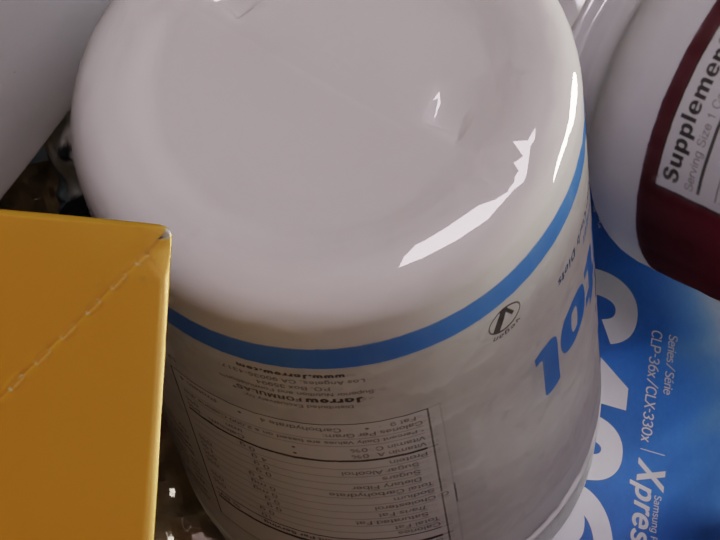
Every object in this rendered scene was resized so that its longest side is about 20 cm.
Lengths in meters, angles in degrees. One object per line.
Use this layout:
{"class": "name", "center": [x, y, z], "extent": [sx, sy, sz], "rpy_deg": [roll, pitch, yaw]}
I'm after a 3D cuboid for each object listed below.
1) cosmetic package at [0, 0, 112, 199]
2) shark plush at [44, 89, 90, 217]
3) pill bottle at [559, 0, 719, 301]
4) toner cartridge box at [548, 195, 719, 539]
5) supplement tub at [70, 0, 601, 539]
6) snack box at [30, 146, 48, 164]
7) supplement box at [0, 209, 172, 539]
{"class": "cosmetic package", "center": [-0.185, -0.128, 0.742], "extent": [0.200, 0.123, 0.200], "rpy_deg": [2, 46, -48]}
{"class": "shark plush", "center": [-0.049, -0.063, 0.812], "extent": [0.083, 0.091, 0.201], "rpy_deg": [23, 67, -53]}
{"class": "pill bottle", "center": [0.143, -0.036, 0.831], "extent": [0.200, 0.113, 0.113], "rpy_deg": [27, 53, 28]}
{"class": "toner cartridge box", "center": [0.087, 0.039, 0.898], "extent": [0.095, 0.043, 0.200], "rpy_deg": [17, 61, -15]}
{"class": "supplement tub", "center": [0.000, 0.000, 0.771], "extent": [0.132, 0.200, 0.132], "rpy_deg": [-3, 62, 6]}
{"class": "snack box", "center": [-0.062, -0.133, 0.905], "extent": [0.200, 0.068, 0.169], "rpy_deg": [-12, 73, -27]}
{"class": "supplement box", "center": [-0.180, 0.048, 0.647], "extent": [0.197, 0.200, 0.133], "rpy_deg": [5, 88, -33]}
